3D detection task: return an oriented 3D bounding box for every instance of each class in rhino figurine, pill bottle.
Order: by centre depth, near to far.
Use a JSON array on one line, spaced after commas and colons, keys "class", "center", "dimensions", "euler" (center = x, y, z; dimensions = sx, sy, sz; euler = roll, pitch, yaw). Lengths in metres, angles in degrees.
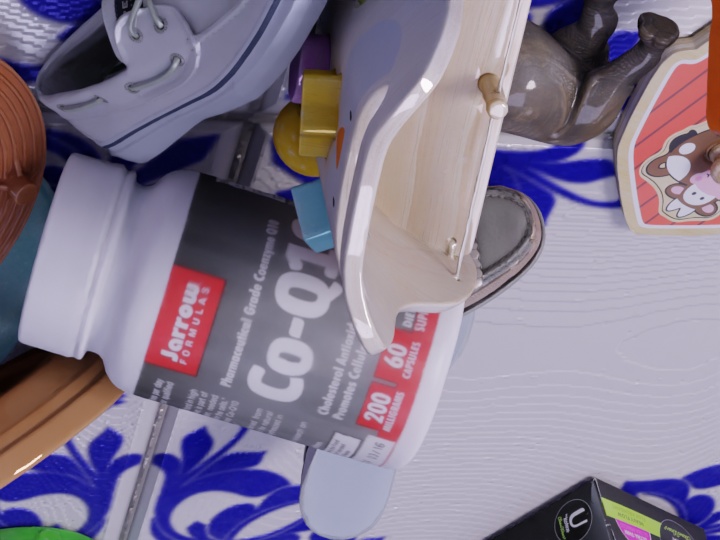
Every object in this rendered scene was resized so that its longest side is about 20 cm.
[{"class": "rhino figurine", "center": [0.045, -0.103, 0.858], "dimensions": [0.199, 0.060, 0.088], "euler": [5, 136, -19]}, {"class": "pill bottle", "center": [-0.058, 0.017, 0.880], "dimensions": [0.199, 0.114, 0.114], "euler": [16, 138, -6]}]

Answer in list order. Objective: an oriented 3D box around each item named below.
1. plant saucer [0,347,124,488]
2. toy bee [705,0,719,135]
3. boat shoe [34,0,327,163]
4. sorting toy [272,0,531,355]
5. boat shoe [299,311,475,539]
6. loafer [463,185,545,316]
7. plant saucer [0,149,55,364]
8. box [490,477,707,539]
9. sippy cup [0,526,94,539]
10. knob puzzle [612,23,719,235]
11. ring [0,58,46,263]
[{"class": "plant saucer", "center": [-0.214, 0.092, 0.966], "dimensions": [0.200, 0.200, 0.038], "euler": [-27, 100, 18]}, {"class": "toy bee", "center": [0.198, -0.159, 0.791], "dimensions": [0.108, 0.131, 0.201], "euler": [-24, 138, -27]}, {"class": "boat shoe", "center": [-0.082, -0.104, 0.786], "dimensions": [0.067, 0.074, 0.200], "euler": [21, 145, -26]}, {"class": "sorting toy", "center": [0.016, -0.060, 0.741], "dimensions": [0.106, 0.180, 0.201], "euler": [10, 118, -2]}, {"class": "boat shoe", "center": [0.012, 0.059, 1.052], "dimensions": [0.073, 0.068, 0.200], "euler": [10, 114, -11]}, {"class": "loafer", "center": [0.000, 0.000, 0.959], "dimensions": [0.199, 0.072, 0.063], "euler": [-16, 166, 9]}, {"class": "plant saucer", "center": [-0.241, 0.009, 0.889], "dimensions": [0.200, 0.036, 0.200], "euler": [-32, 149, -22]}, {"class": "box", "center": [0.152, 0.265, 1.320], "dimensions": [0.200, 0.125, 0.148], "euler": [-35, 138, 29]}, {"class": "sippy cup", "center": [-0.223, 0.259, 1.194], "dimensions": [0.177, 0.131, 0.140], "euler": [5, 141, -23]}, {"class": "knob puzzle", "center": [0.225, -0.071, 0.977], "dimensions": [0.219, 0.031, 0.220], "euler": [-8, 144, -6]}, {"class": "ring", "center": [-0.227, -0.019, 0.815], "dimensions": [0.200, 0.019, 0.201], "euler": [-32, 149, -23]}]
